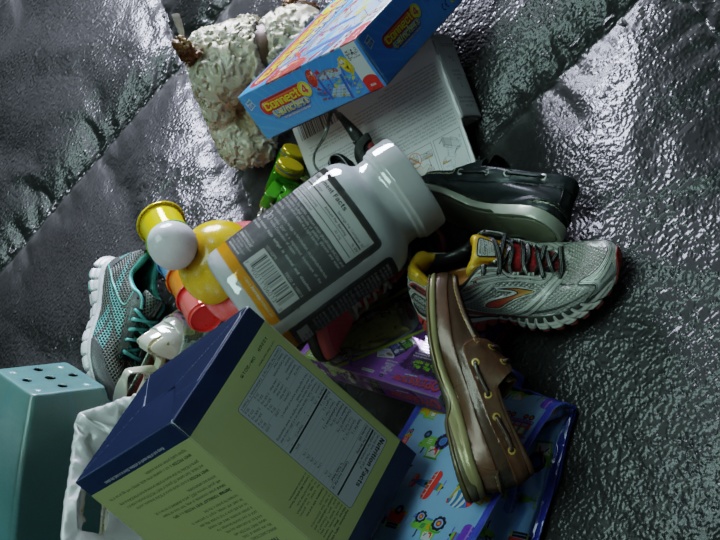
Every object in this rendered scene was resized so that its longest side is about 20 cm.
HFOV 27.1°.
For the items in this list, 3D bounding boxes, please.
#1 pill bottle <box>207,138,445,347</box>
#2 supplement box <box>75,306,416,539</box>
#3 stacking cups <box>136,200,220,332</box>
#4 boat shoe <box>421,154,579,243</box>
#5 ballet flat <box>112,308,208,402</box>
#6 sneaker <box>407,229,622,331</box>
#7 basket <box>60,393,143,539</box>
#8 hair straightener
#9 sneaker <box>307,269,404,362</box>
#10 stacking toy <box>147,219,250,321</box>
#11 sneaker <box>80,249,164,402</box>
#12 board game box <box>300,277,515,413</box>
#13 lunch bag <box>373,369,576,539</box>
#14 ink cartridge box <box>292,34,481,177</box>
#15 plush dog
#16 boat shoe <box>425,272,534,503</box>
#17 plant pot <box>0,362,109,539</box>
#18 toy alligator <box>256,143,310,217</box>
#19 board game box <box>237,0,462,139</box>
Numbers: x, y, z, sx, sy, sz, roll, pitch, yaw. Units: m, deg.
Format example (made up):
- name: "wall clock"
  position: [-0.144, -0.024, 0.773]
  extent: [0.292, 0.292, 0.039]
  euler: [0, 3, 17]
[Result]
- name: "pill bottle"
  position: [-0.029, -0.023, 1.347]
  extent: [0.199, 0.117, 0.116]
  euler: [-36, 45, -4]
- name: "supplement box"
  position: [-0.100, 0.172, 1.289]
  extent: [0.200, 0.200, 0.135]
  euler: [-33, 19, 51]
- name: "stacking cups"
  position: [-0.203, -0.005, 1.675]
  extent: [0.061, 0.060, 0.200]
  euler: [-51, 35, 14]
- name: "boat shoe"
  position: [0.127, -0.076, 1.397]
  extent: [0.199, 0.074, 0.066]
  euler: [13, 69, 55]
- name: "ballet flat"
  position: [-0.229, 0.113, 1.660]
  extent: [0.069, 0.071, 0.201]
  euler: [28, 92, 48]
- name: "sneaker"
  position: [0.132, 0.006, 1.316]
  extent: [0.198, 0.082, 0.078]
  euler: [-12, 43, 20]
- name: "basket"
  position: [-0.175, 0.233, 1.486]
  extent: [0.199, 0.160, 0.200]
  euler: [-19, 59, 39]
- name: "hair straightener"
  position: [0.006, -0.079, 1.445]
  extent: [0.076, 0.041, 0.201]
  euler: [-21, 60, -17]
- name: "sneaker"
  position: [0.000, 0.000, 1.442]
  extent: [0.086, 0.074, 0.201]
  euler: [1, 50, 22]
- name: "stacking toy"
  position: [-0.137, -0.008, 1.531]
  extent: [0.145, 0.199, 0.147]
  euler: [-21, 57, 36]
- name: "sneaker"
  position: [-0.268, 0.060, 1.725]
  extent: [0.091, 0.077, 0.202]
  euler: [-24, 58, 31]
- name: "board game box"
  position: [0.043, 0.064, 1.413]
  extent: [0.199, 0.032, 0.120]
  euler: [14, 52, 48]
- name: "lunch bag"
  position: [0.094, 0.175, 1.311]
  extent: [0.150, 0.094, 0.201]
  euler: [7, 66, 48]
- name: "ink cartridge box"
  position: [0.035, -0.119, 1.528]
  extent: [0.199, 0.045, 0.178]
  euler: [-25, 80, 35]
- name: "plush dog"
  position: [-0.107, -0.239, 1.669]
  extent: [0.170, 0.161, 0.201]
  euler: [-19, 57, 7]
- name: "boat shoe"
  position: [0.098, 0.093, 1.257]
  extent: [0.067, 0.072, 0.202]
  euler: [-14, 66, 5]
- name: "plant pot"
  position: [-0.345, 0.212, 1.632]
  extent: [0.141, 0.141, 0.202]
  euler: [23, 109, 47]
- name: "toy alligator"
  position: [-0.073, -0.080, 1.572]
  extent: [0.200, 0.054, 0.060]
  euler: [-80, 13, -63]
- name: "board game box"
  position: [-0.001, -0.236, 1.517]
  extent: [0.195, 0.056, 0.200]
  euler: [-18, 27, 48]
